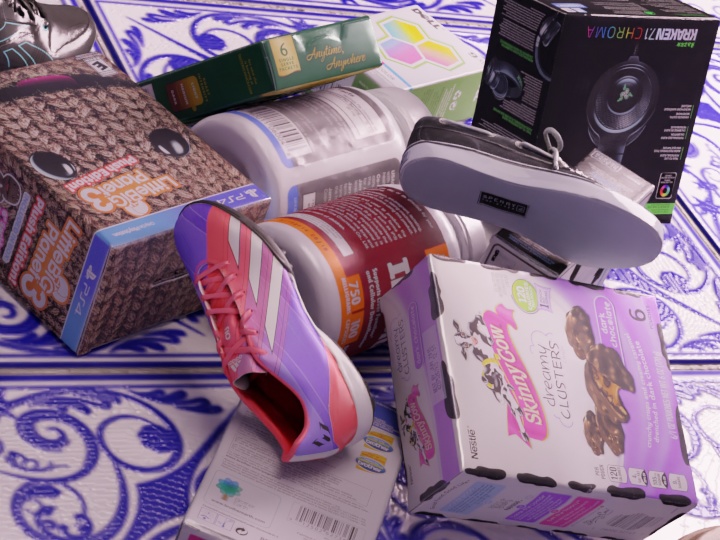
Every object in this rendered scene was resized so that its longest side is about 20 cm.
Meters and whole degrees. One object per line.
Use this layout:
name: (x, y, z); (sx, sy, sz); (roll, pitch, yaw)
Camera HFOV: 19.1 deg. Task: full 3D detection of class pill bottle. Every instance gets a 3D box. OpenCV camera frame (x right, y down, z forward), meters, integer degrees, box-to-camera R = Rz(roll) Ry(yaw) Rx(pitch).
pill bottle: (-0.036, -0.081, 1.668); (0.200, 0.114, 0.114); (-17, 50, -45)
pill bottle: (0.000, 0.000, 1.574); (0.113, 0.113, 0.200); (40, 38, 25)

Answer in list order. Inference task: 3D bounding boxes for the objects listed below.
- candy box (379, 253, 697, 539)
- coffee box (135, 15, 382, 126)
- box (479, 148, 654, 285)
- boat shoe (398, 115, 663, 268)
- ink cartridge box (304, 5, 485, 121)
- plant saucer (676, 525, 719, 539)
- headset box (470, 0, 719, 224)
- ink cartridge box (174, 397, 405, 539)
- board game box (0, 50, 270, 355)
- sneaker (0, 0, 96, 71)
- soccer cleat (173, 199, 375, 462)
candy box: (0.122, 0.090, 1.490); (0.199, 0.072, 0.168); (10, 57, -29)
coffee box: (-0.093, -0.148, 1.677); (0.123, 0.200, 0.044); (-18, 94, -45)
box: (0.146, -0.004, 1.667); (0.060, 0.117, 0.200); (34, 33, 13)
boat shoe: (0.128, -0.062, 1.564); (0.199, 0.074, 0.068); (15, 49, 2)
ink cartridge box: (0.046, -0.179, 1.903); (0.200, 0.059, 0.104); (-18, 51, -45)
plant saucer: (0.299, 0.244, 1.486); (0.199, 0.030, 0.200); (17, 33, -11)
headset box: (0.189, -0.132, 1.806); (0.174, 0.201, 0.093); (-2, 24, -34)
ink cartridge box: (-0.040, 0.140, 1.420); (0.119, 0.042, 0.200); (23, 35, 0)
board game box: (-0.197, -0.054, 1.549); (0.200, 0.097, 0.159); (40, 37, 25)
sneaker: (-0.288, -0.196, 1.714); (0.200, 0.079, 0.075); (-14, 48, -45)
soccer cleat: (-0.071, 0.038, 1.421); (0.073, 0.068, 0.200); (-22, 72, -45)
